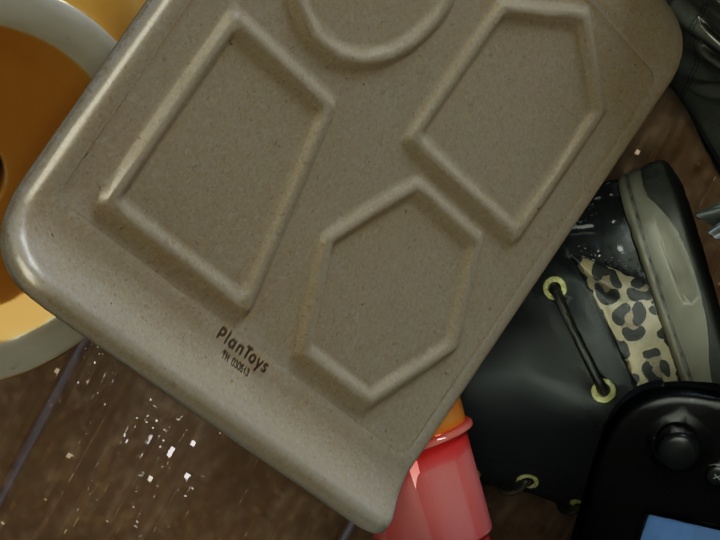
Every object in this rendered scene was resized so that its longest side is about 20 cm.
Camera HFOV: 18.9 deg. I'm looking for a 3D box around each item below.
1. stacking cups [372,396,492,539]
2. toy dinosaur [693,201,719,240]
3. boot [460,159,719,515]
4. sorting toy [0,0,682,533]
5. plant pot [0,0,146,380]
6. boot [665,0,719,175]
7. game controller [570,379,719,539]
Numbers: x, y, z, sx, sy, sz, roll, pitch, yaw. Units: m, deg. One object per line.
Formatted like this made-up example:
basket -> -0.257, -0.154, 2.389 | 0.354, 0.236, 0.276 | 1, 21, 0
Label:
stacking cups -> 0.000, 0.000, 0.718 | 0.060, 0.061, 0.202 | -18, 92, 1
toy dinosaur -> 0.195, -0.030, 0.674 | 0.199, 0.102, 0.136 | 27, 106, -38
boot -> 0.065, 0.074, 0.784 | 0.152, 0.073, 0.206 | -12, 98, 9
sorting toy -> 0.001, -0.044, 0.645 | 0.185, 0.036, 0.201 | 39, 79, -43
plant pot -> -0.139, -0.058, 0.686 | 0.198, 0.183, 0.202 | -8, 116, -16
boot -> 0.146, -0.067, 0.745 | 0.200, 0.131, 0.068 | 44, 90, -1
game controller -> 0.113, 0.131, 0.732 | 0.103, 0.042, 0.202 | 16, 116, 8
